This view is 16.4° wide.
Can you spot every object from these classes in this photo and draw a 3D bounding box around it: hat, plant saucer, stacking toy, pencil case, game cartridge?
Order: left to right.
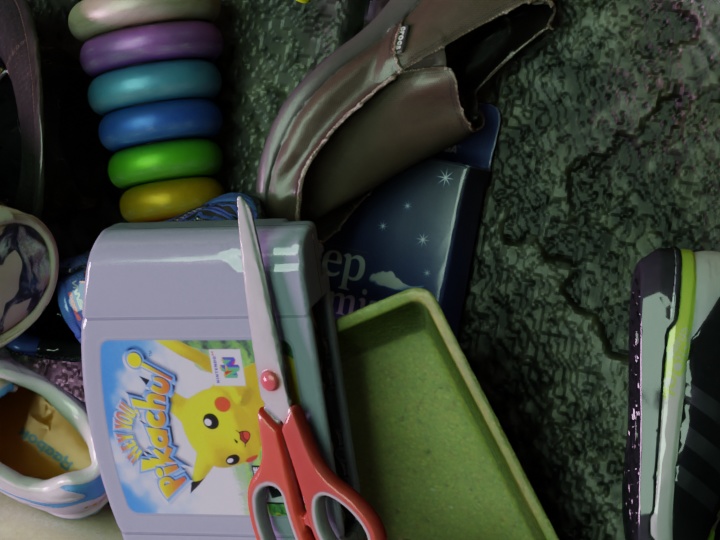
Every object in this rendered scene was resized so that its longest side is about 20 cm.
[{"bbox_3d":[-0.230,-0.026,1.323,0.200,0.078,0.090,34,138,52],"label":"pencil case"},{"bbox_3d":[-0.193,-0.072,1.415,0.201,0.081,0.201,-9,79,54],"label":"hat"},{"bbox_3d":[-0.105,-0.054,1.378,0.085,0.085,0.200,-11,86,29],"label":"stacking toy"},{"bbox_3d":[-0.071,0.073,1.252,0.133,0.040,0.200,0,109,25],"label":"game cartridge"},{"bbox_3d":[0.002,0.120,1.288,0.200,0.048,0.200,-23,100,26],"label":"plant saucer"}]

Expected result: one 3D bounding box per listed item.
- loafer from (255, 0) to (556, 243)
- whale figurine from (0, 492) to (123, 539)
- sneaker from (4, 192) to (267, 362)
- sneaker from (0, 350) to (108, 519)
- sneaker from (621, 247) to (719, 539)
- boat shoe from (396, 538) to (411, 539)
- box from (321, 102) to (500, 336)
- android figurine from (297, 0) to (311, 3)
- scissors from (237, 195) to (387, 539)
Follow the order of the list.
[{"bbox_3d":[0.025,-0.090,1.280,0.071,0.073,0.200,38,90,31],"label":"loafer"},{"bbox_3d":[-0.174,0.158,1.399,0.200,0.104,0.159,-10,104,7],"label":"whale figurine"},{"bbox_3d":[-0.116,0.014,1.303,0.200,0.078,0.075,-23,84,43],"label":"sneaker"},{"bbox_3d":[-0.215,0.062,1.315,0.200,0.081,0.077,25,77,1],"label":"sneaker"},{"bbox_3d":[0.172,0.083,1.209,0.083,0.072,0.200,0,103,-1],"label":"sneaker"},{"bbox_3d":[0.017,0.225,1.243,0.071,0.065,0.200,27,130,35],"label":"boat shoe"},{"bbox_3d":[0.000,0.000,1.337,0.121,0.032,0.200,12,92,30],"label":"box"},{"bbox_3d":[-0.011,-0.240,1.302,0.182,0.041,0.200,35,109,43],"label":"android figurine"},{"bbox_3d":[-0.046,0.065,1.211,0.073,0.014,0.200,-17,98,37],"label":"scissors"}]
